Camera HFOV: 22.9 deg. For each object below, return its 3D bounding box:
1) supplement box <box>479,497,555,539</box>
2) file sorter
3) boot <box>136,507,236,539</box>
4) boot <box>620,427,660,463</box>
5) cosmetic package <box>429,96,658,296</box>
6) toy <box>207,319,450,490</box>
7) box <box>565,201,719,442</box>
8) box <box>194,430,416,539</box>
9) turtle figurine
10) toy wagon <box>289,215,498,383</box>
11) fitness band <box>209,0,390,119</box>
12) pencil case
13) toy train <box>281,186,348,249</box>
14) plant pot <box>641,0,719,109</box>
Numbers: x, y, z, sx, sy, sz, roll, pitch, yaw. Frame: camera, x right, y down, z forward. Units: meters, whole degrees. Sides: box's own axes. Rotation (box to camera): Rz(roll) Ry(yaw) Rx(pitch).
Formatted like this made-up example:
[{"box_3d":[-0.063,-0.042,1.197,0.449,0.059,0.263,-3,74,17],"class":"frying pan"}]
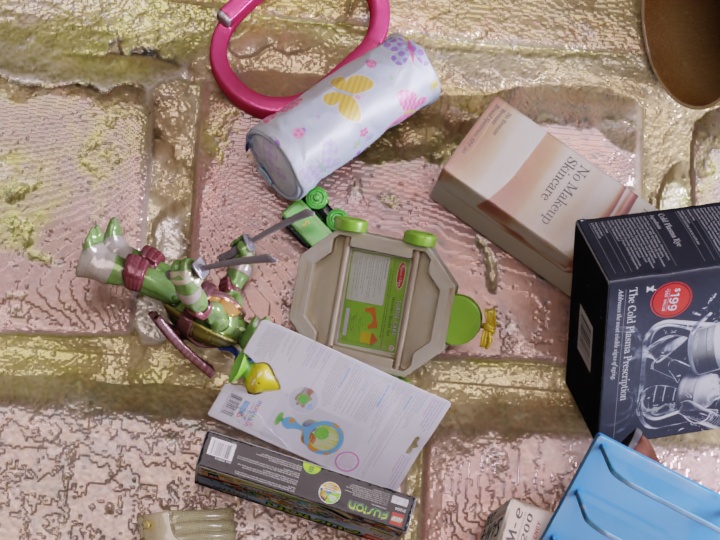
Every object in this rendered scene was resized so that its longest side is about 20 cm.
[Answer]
[{"box_3d":[0.210,0.282,1.645,0.199,0.126,0.074,20,74,-1],"class":"supplement box"},{"box_3d":[0.222,0.268,1.511,0.139,0.123,0.200,27,97,-2],"class":"file sorter"},{"box_3d":[-0.197,0.302,1.622,0.199,0.073,0.156,-10,76,-11],"class":"boot"},{"box_3d":[0.300,0.243,1.624,0.068,0.188,0.200,-43,71,-11],"class":"boot"},{"box_3d":[0.181,-0.066,1.761,0.200,0.087,0.103,34,72,4],"class":"cosmetic package"},{"box_3d":[-0.030,0.122,1.678,0.200,0.047,0.115,24,113,-18],"class":"toy"},{"box_3d":[0.298,0.048,1.675,0.182,0.200,0.104,-9,37,-9],"class":"box"},{"box_3d":[-0.053,0.203,1.647,0.199,0.110,0.035,18,73,-1],"class":"box"},{"box_3d":[-0.155,-0.014,1.679,0.193,0.200,0.144,21,44,6],"class":"turtle figurine"},{"box_3d":[0.034,0.037,1.704,0.199,0.040,0.156,12,97,9],"class":"toy wagon"},{"box_3d":[-0.061,-0.242,1.810,0.200,0.037,0.144,-43,83,-14],"class":"fitness band"},{"box_3d":[-0.015,-0.151,1.753,0.200,0.091,0.083,-37,72,-19],"class":"pencil case"},{"box_3d":[0.000,0.000,1.748,0.056,0.042,0.200,-42,83,-5],"class":"toy train"},{"box_3d":[0.419,-0.265,1.812,0.199,0.186,0.187,-7,75,-24],"class":"plant pot"}]
